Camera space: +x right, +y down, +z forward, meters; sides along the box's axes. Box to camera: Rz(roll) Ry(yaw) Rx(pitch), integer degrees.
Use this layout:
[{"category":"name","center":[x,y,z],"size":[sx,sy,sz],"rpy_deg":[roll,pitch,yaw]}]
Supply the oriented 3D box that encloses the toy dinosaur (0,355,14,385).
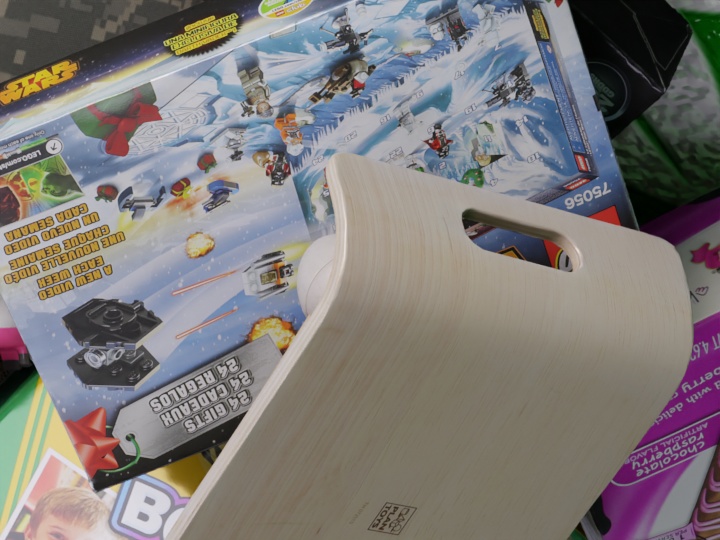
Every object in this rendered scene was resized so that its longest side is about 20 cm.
[{"category":"toy dinosaur","center":[-0.058,0.046,1.089],"size":[0.199,0.061,0.106],"rpy_deg":[15,-161,-46]}]

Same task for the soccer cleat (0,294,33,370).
[{"category":"soccer cleat","center":[-0.163,-0.008,0.995],"size":[0.069,0.087,0.200],"rpy_deg":[0,-179,-21]}]

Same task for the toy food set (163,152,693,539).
[{"category":"toy food set","center":[0.000,0.060,0.871],"size":[0.143,0.061,0.201],"rpy_deg":[13,122,-36]}]

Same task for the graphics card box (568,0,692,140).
[{"category":"graphics card box","center":[0.005,-0.057,0.947],"size":[0.125,0.051,0.200],"rpy_deg":[43,126,-8]}]

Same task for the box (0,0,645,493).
[{"category":"box","center":[-0.019,-0.024,0.863],"size":[0.199,0.040,0.138],"rpy_deg":[-21,123,0]}]

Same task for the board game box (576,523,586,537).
[{"category":"board game box","center":[-0.030,0.209,1.176],"size":[0.199,0.200,0.201],"rpy_deg":[20,125,0]}]

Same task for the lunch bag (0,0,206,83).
[{"category":"lunch bag","center":[-0.166,-0.091,0.915],"size":[0.199,0.140,0.167],"rpy_deg":[9,-172,-38]}]

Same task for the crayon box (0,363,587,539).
[{"category":"crayon box","center":[-0.043,0.099,0.976],"size":[0.200,0.058,0.172],"rpy_deg":[43,112,-10]}]

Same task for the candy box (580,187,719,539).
[{"category":"candy box","center":[0.144,0.064,1.018],"size":[0.136,0.061,0.201],"rpy_deg":[-26,134,-1]}]
